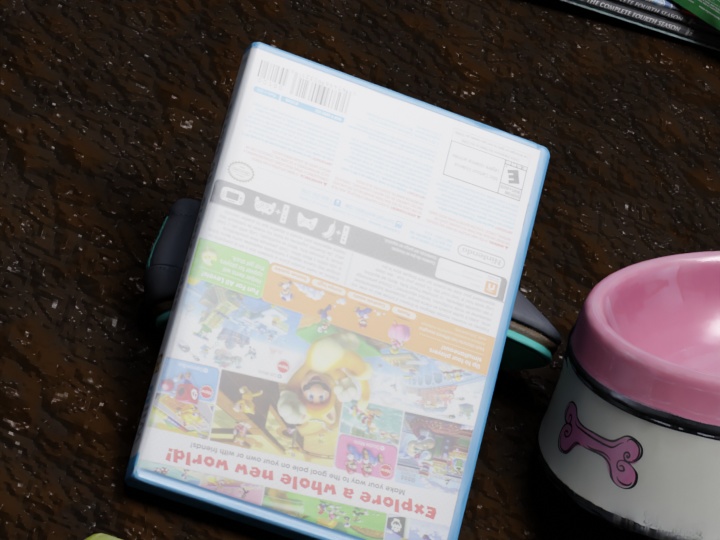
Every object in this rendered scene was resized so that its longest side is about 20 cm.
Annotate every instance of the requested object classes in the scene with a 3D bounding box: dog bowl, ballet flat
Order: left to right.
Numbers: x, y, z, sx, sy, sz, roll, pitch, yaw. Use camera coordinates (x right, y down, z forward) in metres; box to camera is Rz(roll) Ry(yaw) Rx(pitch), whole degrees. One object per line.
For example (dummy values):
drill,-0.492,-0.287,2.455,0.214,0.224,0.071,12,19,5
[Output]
ballet flat,0.000,0.000,1.290,0.200,0.073,0.073,7,45,-23
dog bowl,0.179,0.053,1.280,0.200,0.074,0.200,2,20,-1

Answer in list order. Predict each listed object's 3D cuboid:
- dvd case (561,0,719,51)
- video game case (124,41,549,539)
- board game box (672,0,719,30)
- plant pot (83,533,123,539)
dvd case,0.128,-0.195,1.608,0.200,0.022,0.146,15,42,-26
video game case,-0.007,0.017,1.238,0.143,0.018,0.200,19,71,-14
board game box,0.214,-0.176,1.614,0.200,0.029,0.135,31,38,-7
plant pot,-0.031,0.184,1.012,0.193,0.201,0.200,21,39,7
